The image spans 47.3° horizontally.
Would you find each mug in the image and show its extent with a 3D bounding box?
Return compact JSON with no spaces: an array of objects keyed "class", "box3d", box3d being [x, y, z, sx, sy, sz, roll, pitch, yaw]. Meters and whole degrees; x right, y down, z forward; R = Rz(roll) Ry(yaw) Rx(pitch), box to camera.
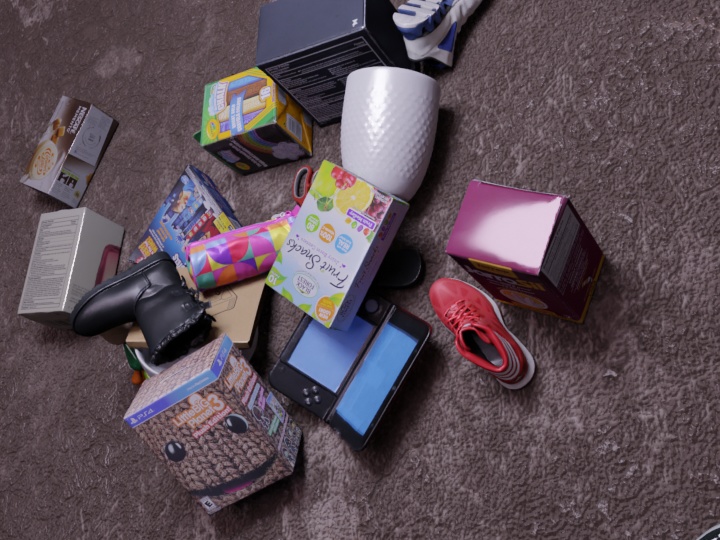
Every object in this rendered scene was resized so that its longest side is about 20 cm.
[{"class":"mug","box3d":[0.029,-0.197,1.269,0.199,0.146,0.178,-3,79,61]}]

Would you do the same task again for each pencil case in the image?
[{"class":"pencil case","box3d":[-0.180,-0.034,1.307,0.198,0.089,0.089,-21,57,-12]}]

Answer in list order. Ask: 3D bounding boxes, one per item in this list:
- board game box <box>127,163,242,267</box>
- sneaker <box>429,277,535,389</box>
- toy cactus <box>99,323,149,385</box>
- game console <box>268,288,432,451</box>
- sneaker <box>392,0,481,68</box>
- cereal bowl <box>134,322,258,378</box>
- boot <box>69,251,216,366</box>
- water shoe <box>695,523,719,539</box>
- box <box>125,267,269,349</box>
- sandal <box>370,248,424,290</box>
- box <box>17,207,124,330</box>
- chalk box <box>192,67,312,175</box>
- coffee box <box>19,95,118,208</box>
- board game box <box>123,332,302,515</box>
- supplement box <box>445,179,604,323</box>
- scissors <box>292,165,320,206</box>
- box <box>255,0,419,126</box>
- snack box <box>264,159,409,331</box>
[{"class":"board game box","box3d":[-0.307,-0.047,1.445,0.200,0.062,0.200,-46,56,10]},{"class":"sneaker","box3d":[0.147,0.065,1.097,0.079,0.115,0.200,-49,55,5]},{"class":"toy cactus","box3d":[-0.375,0.108,1.366,0.101,0.165,0.202,-21,68,10]},{"class":"game console","box3d":[-0.020,0.121,1.166,0.171,0.119,0.202,31,87,2]},{"class":"sneaker","box3d":[0.129,-0.393,1.315,0.080,0.116,0.199,29,58,33]},{"class":"cereal bowl","box3d":[-0.255,0.118,1.313,0.197,0.084,0.202,-4,43,4]},{"class":"boot","box3d":[-0.323,0.075,1.228,0.197,0.074,0.163,-35,57,-9]},{"class":"water shoe","box3d":[0.349,0.358,0.883,0.071,0.079,0.201,40,94,35]},{"class":"box","box3d":[-0.252,0.056,1.301,0.197,0.021,0.165,-1,45,10]},{"class":"sandal","box3d":[0.001,-0.001,1.251,0.198,0.048,0.076,-12,64,28]},{"class":"box","box3d":[-0.537,-0.001,1.534,0.126,0.109,0.203,-4,68,29]},{"class":"chalk box","box3d":[-0.195,-0.255,1.423,0.197,0.125,0.126,-10,66,26]},{"class":"coffee box","box3d":[-0.595,-0.243,1.683,0.113,0.080,0.202,20,82,35]},{"class":"board game box","box3d":[-0.207,0.223,1.186,0.158,0.201,0.097,-30,19,17]},{"class":"supplement box","box3d":[0.214,-0.021,1.040,0.130,0.200,0.104,16,79,35]},{"class":"scissors","box3d":[-0.088,-0.086,1.353,0.072,0.014,0.203,-4,65,25]},{"class":"box","box3d":[-0.031,-0.351,1.319,0.198,0.198,0.125,-11,66,26]},{"class":"snack box","box3d":[-0.035,-0.036,1.173,0.142,0.053,0.202,32,99,34]}]
